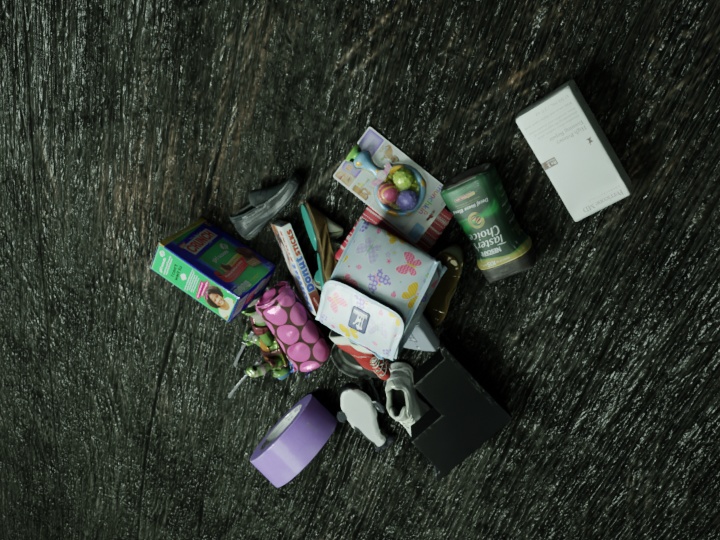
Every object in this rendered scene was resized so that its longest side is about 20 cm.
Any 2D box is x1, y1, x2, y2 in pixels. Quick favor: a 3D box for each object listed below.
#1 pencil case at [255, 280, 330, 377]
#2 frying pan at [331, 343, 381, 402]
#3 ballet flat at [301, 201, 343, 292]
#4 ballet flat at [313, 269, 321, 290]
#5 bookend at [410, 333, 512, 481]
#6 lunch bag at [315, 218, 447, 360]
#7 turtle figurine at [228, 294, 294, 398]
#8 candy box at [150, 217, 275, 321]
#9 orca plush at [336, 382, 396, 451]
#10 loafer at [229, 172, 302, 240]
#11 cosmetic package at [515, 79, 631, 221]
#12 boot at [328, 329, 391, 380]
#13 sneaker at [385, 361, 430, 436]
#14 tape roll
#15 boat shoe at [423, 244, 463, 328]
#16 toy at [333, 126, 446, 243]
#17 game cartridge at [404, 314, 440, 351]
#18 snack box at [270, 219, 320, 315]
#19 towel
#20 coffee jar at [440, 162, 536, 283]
[{"bbox_3d":[-0.144,0.122,1.407,0.093,0.091,0.201,-21,115,16],"label":"pencil case"},{"bbox_3d":[0.019,0.211,1.449,0.190,0.031,0.115,44,126,-15],"label":"frying pan"},{"bbox_3d":[-0.061,-0.047,1.312,0.072,0.202,0.068,-12,158,-11],"label":"ballet flat"},{"bbox_3d":[0.000,0.000,1.340,0.198,0.068,0.064,-19,135,25],"label":"ballet flat"},{"bbox_3d":[0.160,0.273,1.342,0.200,0.092,0.199,-44,96,10],"label":"bookend"},{"bbox_3d":[0.033,0.038,1.179,0.169,0.127,0.201,30,94,15],"label":"lunch bag"},{"bbox_3d":[-0.241,0.165,1.470,0.198,0.144,0.196,-3,111,20],"label":"turtle figurine"},{"bbox_3d":[-0.302,-0.007,1.392,0.199,0.169,0.077,32,120,5],"label":"candy box"},{"bbox_3d":[0.016,0.307,1.484,0.105,0.071,0.200,-34,117,22],"label":"orca plush"},{"bbox_3d":[-0.192,-0.135,1.340,0.070,0.068,0.200,44,127,-14],"label":"loafer"},{"bbox_3d":[0.346,-0.192,1.084,0.101,0.074,0.201,-29,100,32],"label":"cosmetic package"},{"bbox_3d":[0.035,0.163,1.318,0.144,0.073,0.200,48,159,-17],"label":"boot"},{"bbox_3d":[0.095,0.301,1.421,0.077,0.099,0.201,-17,108,29],"label":"sneaker"},{"bbox_3d":[-0.150,0.380,1.505,0.085,0.200,0.200,44,123,-3],"label":"tape roll"},{"bbox_3d":[0.151,0.035,1.283,0.074,0.066,0.201,31,132,8],"label":"boat shoe"},{"bbox_3d":[0.057,-0.155,1.215,0.200,0.047,0.115,39,99,4],"label":"toy"},{"bbox_3d":[0.056,0.103,1.325,0.199,0.041,0.134,11,146,36],"label":"game cartridge"},{"bbox_3d":[-0.129,-0.006,1.383,0.072,0.024,0.202,19,132,62],"label":"snack box"},{"bbox_3d":[0.061,-0.063,1.256,0.144,0.022,0.201,36,98,3],"label":"towel"},{"bbox_3d":[0.229,-0.080,1.181,0.104,0.085,0.201,-23,105,30],"label":"coffee jar"}]
